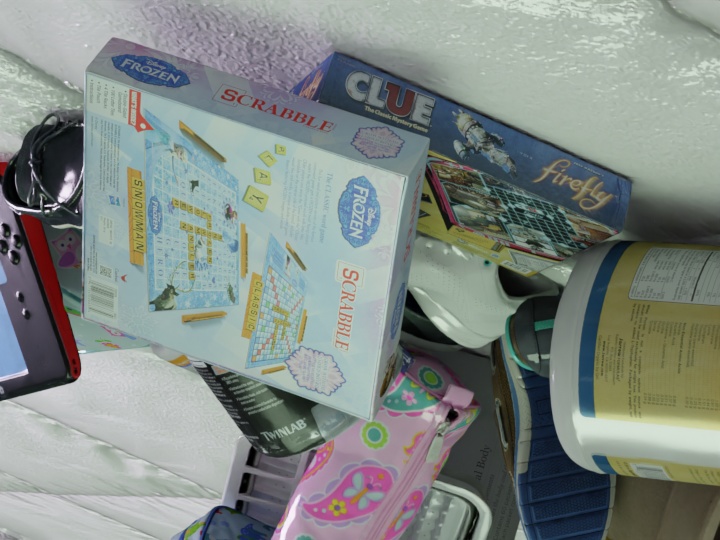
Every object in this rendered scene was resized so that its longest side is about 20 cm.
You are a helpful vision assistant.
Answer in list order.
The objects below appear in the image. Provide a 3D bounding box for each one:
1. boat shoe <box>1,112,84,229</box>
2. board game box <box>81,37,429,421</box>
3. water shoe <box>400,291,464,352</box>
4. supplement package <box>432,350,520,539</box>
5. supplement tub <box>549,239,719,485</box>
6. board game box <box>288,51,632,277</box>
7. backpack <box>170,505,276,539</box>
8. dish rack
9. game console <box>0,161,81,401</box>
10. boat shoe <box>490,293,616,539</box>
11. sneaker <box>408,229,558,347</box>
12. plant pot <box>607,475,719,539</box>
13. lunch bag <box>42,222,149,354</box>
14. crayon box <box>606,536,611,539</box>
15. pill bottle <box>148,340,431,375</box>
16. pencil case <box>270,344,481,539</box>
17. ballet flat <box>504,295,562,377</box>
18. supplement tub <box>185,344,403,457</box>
[{"bbox_3d":[-0.204,-0.067,1.474,0.062,0.075,0.200,17,170,-19],"label":"boat shoe"},{"bbox_3d":[-0.067,-0.022,1.266,0.199,0.041,0.200,19,134,11],"label":"board game box"},{"bbox_3d":[0.000,0.000,1.501,0.199,0.072,0.079,13,155,-14],"label":"water shoe"},{"bbox_3d":[0.039,0.147,1.757,0.199,0.152,0.151,18,162,2],"label":"supplement package"},{"bbox_3d":[0.228,0.058,1.283,0.199,0.145,0.145,4,159,25],"label":"supplement tub"},{"bbox_3d":[0.047,-0.061,1.299,0.200,0.035,0.135,23,162,-15],"label":"board game box"},{"bbox_3d":[-0.066,0.266,1.606,0.199,0.163,0.154,12,118,9],"label":"backpack"},{"bbox_3d":[-0.005,0.186,1.640,0.199,0.044,0.172,18,133,2],"label":"dish rack"},{"bbox_3d":[-0.298,0.015,1.664,0.031,0.177,0.200,-15,180,-41],"label":"game console"},{"bbox_3d":[0.132,0.112,1.515,0.072,0.201,0.072,-4,177,-13],"label":"boat shoe"},{"bbox_3d":[0.046,-0.020,1.399,0.200,0.075,0.088,29,143,-36],"label":"sneaker"},{"bbox_3d":[0.240,0.150,1.544,0.174,0.201,0.200,26,172,40],"label":"plant pot"},{"bbox_3d":[-0.250,0.011,1.759,0.160,0.077,0.200,28,160,-34],"label":"lunch bag"},{"bbox_3d":[0.207,0.223,1.666,0.200,0.051,0.127,-17,173,-23],"label":"crayon box"},{"bbox_3d":[-0.049,0.050,1.616,0.200,0.112,0.112,25,162,-23],"label":"pill bottle"},{"bbox_3d":[0.008,0.149,1.525,0.087,0.200,0.087,30,-168,-7],"label":"pencil case"},{"bbox_3d":[0.169,0.049,1.442,0.073,0.073,0.200,8,176,31],"label":"ballet flat"},{"bbox_3d":[-0.071,0.013,1.410,0.122,0.123,0.200,-8,121,55],"label":"supplement tub"}]
